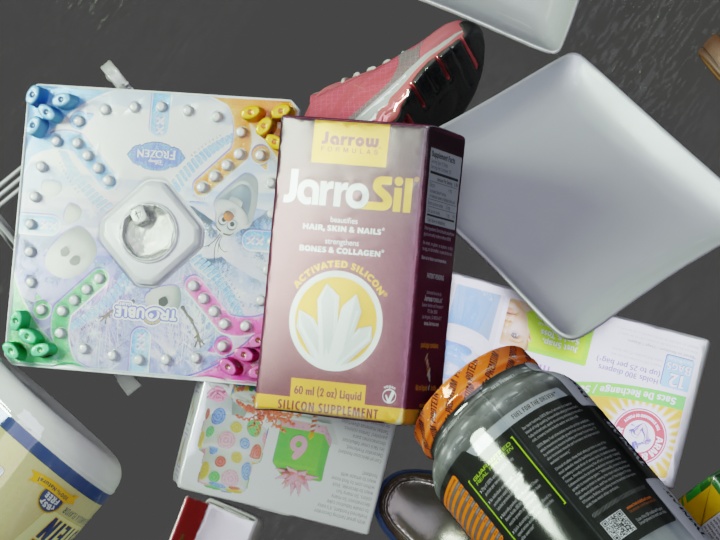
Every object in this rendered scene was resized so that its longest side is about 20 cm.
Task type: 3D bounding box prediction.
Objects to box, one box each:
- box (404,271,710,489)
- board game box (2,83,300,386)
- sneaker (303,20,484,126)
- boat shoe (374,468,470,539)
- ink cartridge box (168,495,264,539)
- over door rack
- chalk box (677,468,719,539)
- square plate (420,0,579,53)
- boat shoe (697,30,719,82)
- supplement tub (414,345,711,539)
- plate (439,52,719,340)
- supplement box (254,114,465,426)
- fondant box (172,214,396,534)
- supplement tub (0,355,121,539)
[{"bbox_3d":[0.138,0.081,1.620,0.199,0.101,0.113,14,84,3],"label":"box"},{"bbox_3d":[-0.148,-0.027,1.587,0.198,0.026,0.202,4,87,9],"label":"board game box"},{"bbox_3d":[0.006,-0.123,1.662,0.200,0.074,0.087,-44,57,-13],"label":"sneaker"},{"bbox_3d":[0.103,0.199,1.621,0.199,0.072,0.073,26,82,3],"label":"boat shoe"},{"bbox_3d":[-0.127,0.257,1.568,0.044,0.176,0.201,21,85,4],"label":"ink cartridge box"},{"bbox_3d":[-0.178,-0.031,1.664,0.147,0.067,0.200,-39,98,-3],"label":"over door rack"},{"bbox_3d":[0.288,0.189,1.571,0.125,0.200,0.124,54,130,11],"label":"chalk box"},{"bbox_3d":[0.089,-0.280,1.690,0.197,0.028,0.201,21,78,3],"label":"square plate"},{"bbox_3d":[0.310,-0.092,1.656,0.067,0.072,0.201,-24,77,4],"label":"boat shoe"},{"bbox_3d":[0.130,0.152,1.482,0.122,0.123,0.200,-37,65,-3],"label":"supplement tub"},{"bbox_3d":[0.148,-0.050,1.616,0.199,0.032,0.200,-30,61,-30],"label":"plate"},{"bbox_3d":[0.000,0.000,1.540,0.110,0.086,0.202,5,89,19],"label":"supplement box"},{"bbox_3d":[-0.041,0.074,1.626,0.143,0.058,0.201,15,87,-10],"label":"fondant box"},{"bbox_3d":[-0.280,0.171,1.597,0.144,0.144,0.200,40,86,5],"label":"supplement tub"}]
